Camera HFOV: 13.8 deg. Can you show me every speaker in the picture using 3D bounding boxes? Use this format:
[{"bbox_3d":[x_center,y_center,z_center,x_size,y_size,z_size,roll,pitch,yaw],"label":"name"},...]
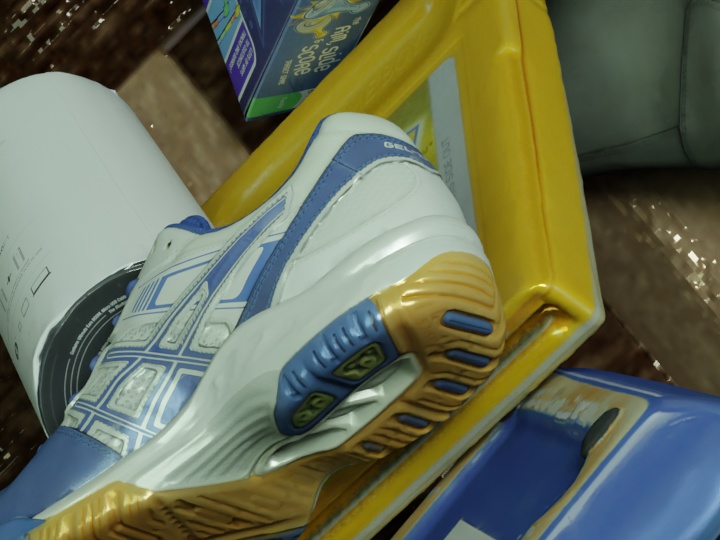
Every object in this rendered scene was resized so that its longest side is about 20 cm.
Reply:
[{"bbox_3d":[-0.087,-0.001,0.987,0.081,0.081,0.200,-55,25,7],"label":"speaker"}]

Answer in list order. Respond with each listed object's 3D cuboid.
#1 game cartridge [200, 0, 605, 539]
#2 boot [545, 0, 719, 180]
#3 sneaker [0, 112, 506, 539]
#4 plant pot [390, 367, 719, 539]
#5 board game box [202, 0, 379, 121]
[{"bbox_3d":[0.000,0.000,0.953,0.176,0.032,0.201,-44,30,27],"label":"game cartridge"},{"bbox_3d":[0.098,-0.126,0.991,0.138,0.077,0.201,-10,68,36],"label":"boot"},{"bbox_3d":[-0.045,0.035,0.869,0.200,0.075,0.089,-36,53,20],"label":"sneaker"},{"bbox_3d":[0.083,0.141,0.832,0.180,0.200,0.200,42,85,-8],"label":"plant pot"},{"bbox_3d":[-0.025,-0.155,0.989,0.034,0.200,0.136,-13,72,-20],"label":"board game box"}]
